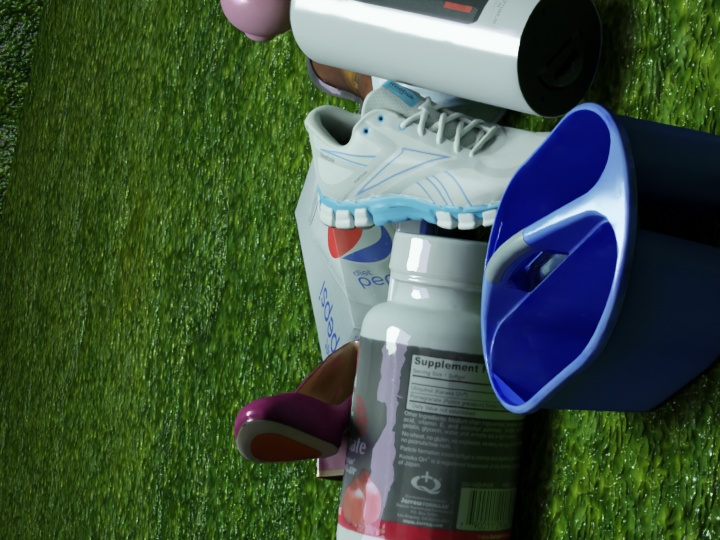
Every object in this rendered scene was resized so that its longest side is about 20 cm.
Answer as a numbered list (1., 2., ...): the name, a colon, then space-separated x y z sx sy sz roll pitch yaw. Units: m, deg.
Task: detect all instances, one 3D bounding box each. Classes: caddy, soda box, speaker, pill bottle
1. caddy: 0.121 -0.002 1.170 0.200 0.104 0.143 129 145 -60
2. soda box: 0.000 0.000 1.637 0.201 0.063 0.069 -102 25 -46
3. speaker: 0.051 -0.150 1.358 0.199 0.081 0.082 19 103 43
4. pill bottle: 0.050 0.081 1.367 0.111 0.110 0.202 -169 86 -73

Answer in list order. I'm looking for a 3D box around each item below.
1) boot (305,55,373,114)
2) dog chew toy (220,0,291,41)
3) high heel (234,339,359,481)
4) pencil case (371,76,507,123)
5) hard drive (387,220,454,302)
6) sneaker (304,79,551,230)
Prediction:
1. boot: 0.024 -0.208 1.631 0.189 0.068 0.201 -109 31 -56
2. dog chew toy: -0.079 -0.297 1.927 0.125 0.123 0.202 -112 25 -57
3. high heel: -0.035 0.076 1.406 0.200 0.067 0.097 42 -134 -71
4. pencil case: 0.036 -0.182 1.483 0.083 0.090 0.202 83 173 -74
5. hard drive: 0.034 0.055 1.485 0.132 0.025 0.202 -7 -76 -80
6. sneaker: 0.042 -0.076 1.358 0.199 0.075 0.087 -3 117 36
